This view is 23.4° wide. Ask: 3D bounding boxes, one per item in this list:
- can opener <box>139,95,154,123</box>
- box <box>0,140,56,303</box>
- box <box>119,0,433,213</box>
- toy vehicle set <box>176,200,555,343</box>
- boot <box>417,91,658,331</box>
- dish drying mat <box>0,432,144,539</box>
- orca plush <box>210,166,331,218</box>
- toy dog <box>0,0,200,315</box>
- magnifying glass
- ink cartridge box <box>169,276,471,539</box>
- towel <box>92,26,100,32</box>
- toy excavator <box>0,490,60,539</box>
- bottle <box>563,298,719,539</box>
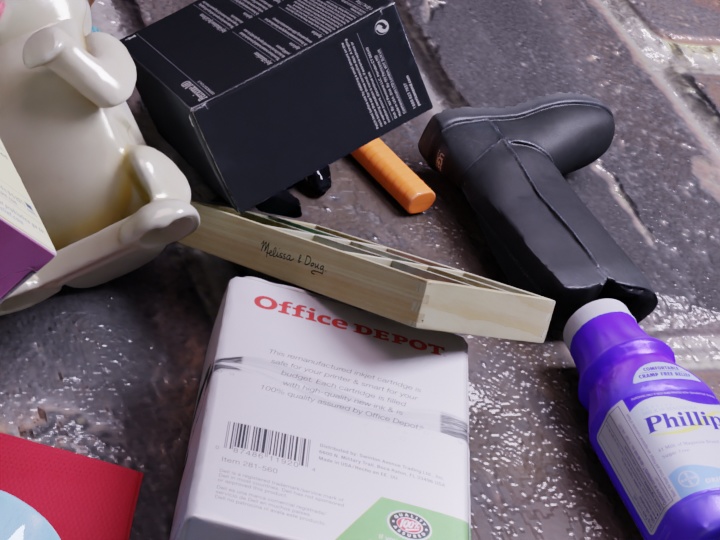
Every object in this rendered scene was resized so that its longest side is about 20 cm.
[{"bbox_3d":[-0.070,-0.159,1.247,0.199,0.067,0.053,-28,57,-24],"label":"can opener"},{"bbox_3d":[-0.273,-0.037,0.856,0.097,0.176,0.201,40,13,-52],"label":"box"},{"bbox_3d":[-0.061,-0.126,1.111,0.140,0.079,0.200,-27,26,-10],"label":"box"},{"bbox_3d":[0.000,0.000,1.031,0.199,0.027,0.124,19,6,39],"label":"toy vehicle set"},{"bbox_3d":[0.152,-0.042,1.226,0.164,0.066,0.200,-10,41,-24],"label":"boot"},{"bbox_3d":[-0.213,0.107,0.886,0.198,0.018,0.077,16,35,-8],"label":"dish drying mat"},{"bbox_3d":[-0.031,-0.082,1.182,0.071,0.105,0.201,57,19,-24],"label":"orca plush"},{"bbox_3d":[-0.177,-0.095,1.006,0.201,0.139,0.194,67,15,2],"label":"toy dog"},{"bbox_3d":[-0.013,-0.108,1.274,0.079,0.023,0.200,-12,47,-37],"label":"magnifying glass"},{"bbox_3d":[-0.020,0.107,0.923,0.145,0.085,0.201,15,34,-7],"label":"ink cartridge box"},{"bbox_3d":[-0.223,-0.129,1.159,0.146,0.022,0.201,24,29,-30],"label":"towel"},{"bbox_3d":[-0.148,0.164,0.754,0.198,0.196,0.100,-3,30,17],"label":"toy excavator"},{"bbox_3d":[0.182,0.098,1.052,0.083,0.066,0.201,2,39,-23],"label":"bottle"}]
